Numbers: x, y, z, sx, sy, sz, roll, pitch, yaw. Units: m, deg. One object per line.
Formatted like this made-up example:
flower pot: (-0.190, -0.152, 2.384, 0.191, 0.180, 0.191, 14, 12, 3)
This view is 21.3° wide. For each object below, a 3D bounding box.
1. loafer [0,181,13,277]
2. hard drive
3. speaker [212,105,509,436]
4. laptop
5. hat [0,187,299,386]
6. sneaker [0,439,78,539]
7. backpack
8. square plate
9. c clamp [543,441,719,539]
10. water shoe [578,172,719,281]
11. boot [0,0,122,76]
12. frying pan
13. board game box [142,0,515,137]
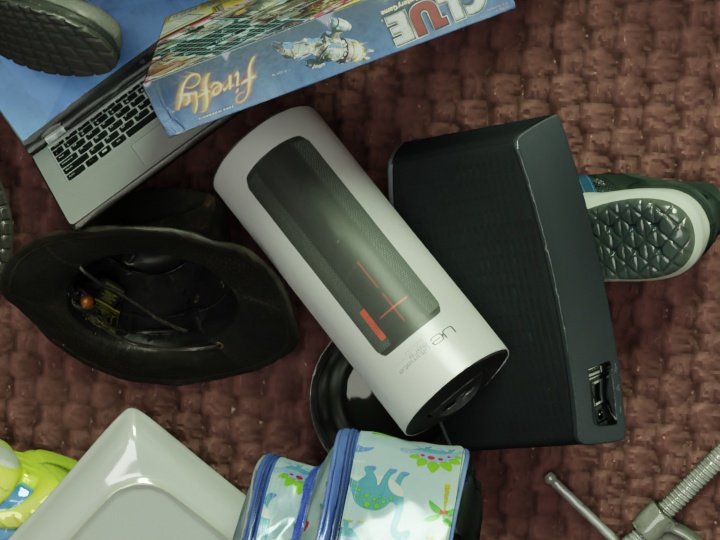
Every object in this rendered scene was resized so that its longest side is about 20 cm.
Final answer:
loafer: (-0.280, -0.069, 1.259, 0.073, 0.071, 0.201, -16, 106, -23)
hard drive: (0.083, 0.014, 1.165, 0.134, 0.042, 0.201, -7, 99, 40)
speaker: (0.000, 0.000, 1.148, 0.081, 0.081, 0.200, -41, 73, 11)
laptop: (-0.151, -0.153, 1.175, 0.187, 0.200, 0.116, -37, 121, -2)
hat: (-0.124, -0.003, 1.213, 0.199, 0.201, 0.081, 9, 58, 7)
sneaker: (-0.271, 0.152, 1.272, 0.199, 0.076, 0.106, 24, 100, 4)
backpack: (-0.009, 0.191, 1.146, 0.146, 0.200, 0.184, 12, 63, -1)
square plate: (-0.141, 0.221, 1.255, 0.198, 0.028, 0.200, 40, 99, -18)
c clamp: (0.246, 0.136, 1.220, 0.200, 0.027, 0.171, -41, 90, 11)
water shoe: (0.132, -0.026, 1.198, 0.199, 0.079, 0.072, 6, 107, 34)
boot: (-0.210, -0.203, 1.179, 0.199, 0.070, 0.132, 21, 64, 19)
frying pan: (0.057, 0.066, 1.236, 0.189, 0.031, 0.115, -27, 93, 7)
board game box: (-0.017, -0.142, 1.058, 0.199, 0.136, 0.035, -19, 111, 8)
